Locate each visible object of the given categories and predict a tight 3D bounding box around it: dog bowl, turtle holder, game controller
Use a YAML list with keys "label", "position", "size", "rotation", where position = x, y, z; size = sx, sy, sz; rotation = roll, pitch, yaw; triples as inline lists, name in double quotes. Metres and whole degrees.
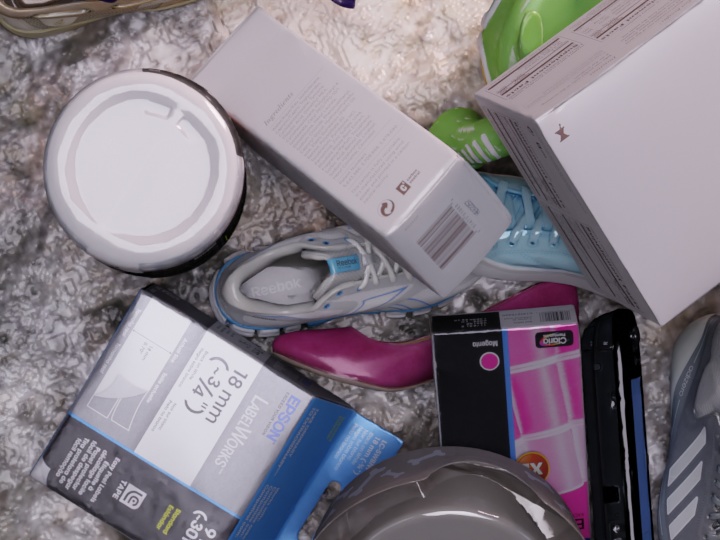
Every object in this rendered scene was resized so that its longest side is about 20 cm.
- label: "dog bowl"
  position: [0.056, 0.200, 1.664]
  size: [0.199, 0.059, 0.201]
  rotation: [0, 118, 0]
- label: "turtle holder"
  position: [0.138, -0.132, 1.678]
  size: [0.140, 0.132, 0.186]
  rotation: [20, 96, -20]
- label: "game controller"
  position: [0.174, 0.125, 1.688]
  size: [0.042, 0.104, 0.201]
  rotation: [-4, 88, 20]

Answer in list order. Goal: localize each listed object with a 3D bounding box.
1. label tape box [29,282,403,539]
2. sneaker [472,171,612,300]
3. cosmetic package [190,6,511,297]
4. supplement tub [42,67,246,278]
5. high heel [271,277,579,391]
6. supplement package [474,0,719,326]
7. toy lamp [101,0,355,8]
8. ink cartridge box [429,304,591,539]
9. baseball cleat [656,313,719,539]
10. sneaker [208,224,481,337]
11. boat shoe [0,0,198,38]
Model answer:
- label: "label tape box"
  position: [-0.092, 0.121, 1.692]
  size: [0.200, 0.063, 0.145]
  rotation: [31, 93, 0]
- label: "sneaker"
  position: [0.137, -0.033, 1.677]
  size: [0.199, 0.082, 0.074]
  rotation: [12, 61, -12]
- label: "cosmetic package"
  position: [-0.007, -0.076, 1.644]
  size: [0.074, 0.102, 0.200]
  rotation: [-48, 56, -3]
- label: "supplement tub"
  position: [-0.132, -0.057, 1.634]
  size: [0.122, 0.200, 0.123]
  rotation: [0, 87, -2]
- label: "high heel"
  position: [0.044, 0.034, 1.706]
  size: [0.199, 0.067, 0.097]
  rotation: [9, 92, -15]
- label: "supplement package"
  position: [0.202, -0.094, 1.577]
  size: [0.200, 0.111, 0.156]
  rotation: [-36, 109, -7]
- label: "toy lamp"
  position: [-0.102, -0.196, 1.649]
  size: [0.199, 0.058, 0.059]
  rotation: [0, 88, -4]
- label: "ink cartridge box"
  position: [0.099, 0.122, 1.681]
  size: [0.094, 0.037, 0.201]
  rotation: [-5, 113, 2]
- label: "baseball cleat"
  position: [0.236, 0.129, 1.689]
  size: [0.069, 0.106, 0.201]
  rotation: [-5, 91, -17]
- label: "sneaker"
  position: [0.000, 0.000, 1.695]
  size: [0.199, 0.087, 0.075]
  rotation: [-16, 87, -4]
- label: "boat shoe"
  position: [-0.148, -0.205, 1.705]
  size: [0.199, 0.065, 0.072]
  rotation: [-18, 89, -4]
